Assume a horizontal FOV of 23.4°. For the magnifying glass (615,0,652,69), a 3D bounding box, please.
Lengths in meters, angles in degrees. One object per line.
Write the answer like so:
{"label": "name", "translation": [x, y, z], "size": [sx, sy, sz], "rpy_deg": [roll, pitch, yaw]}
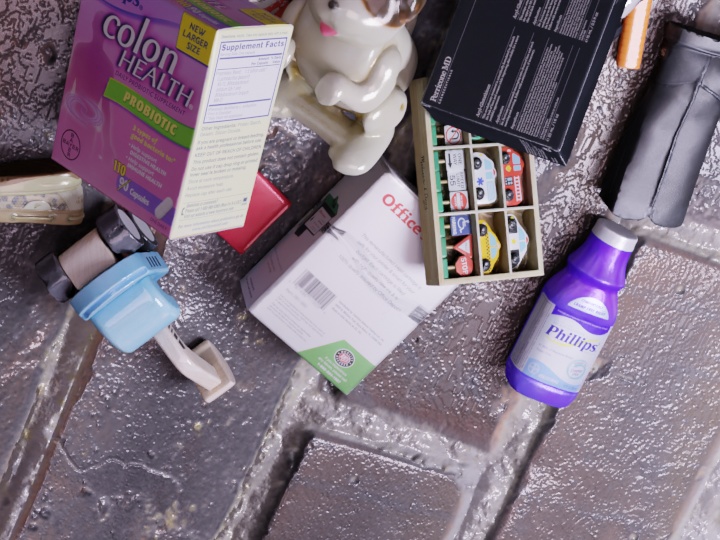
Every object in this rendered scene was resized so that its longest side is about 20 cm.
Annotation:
{"label": "magnifying glass", "translation": [0.280, -0.297, 1.706], "size": [0.079, 0.022, 0.202], "rpy_deg": [3, 114, -11]}

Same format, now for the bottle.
{"label": "bottle", "translation": [0.225, 0.043, 1.820], "size": [0.083, 0.065, 0.201], "rpy_deg": [20, 108, -17]}

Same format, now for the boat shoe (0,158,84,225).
{"label": "boat shoe", "translation": [-0.364, -0.063, 1.663], "size": [0.198, 0.073, 0.063], "rpy_deg": [-6, 112, -8]}

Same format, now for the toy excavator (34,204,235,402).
{"label": "toy excavator", "translation": [-0.210, 0.047, 1.715], "size": [0.100, 0.194, 0.201], "rpy_deg": [-34, 87, 6]}

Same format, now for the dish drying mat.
{"label": "dish drying mat", "translation": [-0.163, -0.105, 1.712], "size": [0.077, 0.018, 0.200], "rpy_deg": [-44, 114, 10]}

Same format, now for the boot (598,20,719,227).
{"label": "boot", "translation": [0.351, -0.134, 1.764], "size": [0.163, 0.066, 0.202], "rpy_deg": [16, 107, -7]}

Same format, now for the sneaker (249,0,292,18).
{"label": "sneaker", "translation": [-0.140, -0.236, 1.633], "size": [0.108, 0.067, 0.202], "rpy_deg": [40, 98, -22]}

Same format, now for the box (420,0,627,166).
{"label": "box", "translation": [0.159, -0.218, 1.616], "size": [0.140, 0.079, 0.202], "rpy_deg": [21, 87, 13]}

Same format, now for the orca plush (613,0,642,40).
{"label": "orca plush", "translation": [0.205, -0.238, 1.689], "size": [0.200, 0.105, 0.071], "rpy_deg": [-44, 157, 5]}

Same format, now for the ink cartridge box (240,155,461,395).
{"label": "ink cartridge box", "translation": [0.000, 0.000, 1.749], "size": [0.200, 0.084, 0.146], "rpy_deg": [-44, 113, 9]}

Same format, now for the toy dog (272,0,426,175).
{"label": "toy dog", "translation": [0.003, -0.215, 1.587], "size": [0.193, 0.140, 0.201], "rpy_deg": [-35, 157, -22]}

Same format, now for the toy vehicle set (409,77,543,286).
{"label": "toy vehicle set", "translation": [0.114, -0.090, 1.702], "size": [0.123, 0.026, 0.202], "rpy_deg": [-7, 93, -29]}

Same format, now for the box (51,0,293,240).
{"label": "box", "translation": [-0.173, -0.159, 1.564], "size": [0.096, 0.175, 0.201], "rpy_deg": [-12, 126, -48]}
